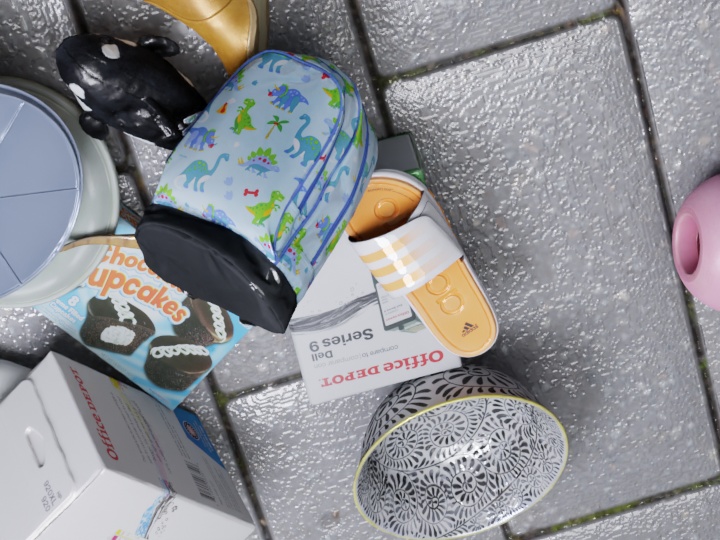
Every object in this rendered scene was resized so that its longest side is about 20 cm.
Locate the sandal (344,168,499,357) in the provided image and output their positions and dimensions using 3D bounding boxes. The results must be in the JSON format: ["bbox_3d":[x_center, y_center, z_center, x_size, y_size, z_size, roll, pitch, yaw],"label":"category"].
[{"bbox_3d":[0.058,0.002,1.722,0.079,0.059,0.207,-36,117,8],"label":"sandal"}]

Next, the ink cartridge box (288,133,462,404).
[{"bbox_3d":[0.000,0.000,1.794,0.144,0.084,0.202,-14,118,-1],"label":"ink cartridge box"}]

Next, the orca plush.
[{"bbox_3d":[-0.168,-0.117,1.685,0.105,0.071,0.200,-32,135,2],"label":"orca plush"}]

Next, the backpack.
[{"bbox_3d":[-0.071,-0.077,1.648,0.200,0.162,0.155,-45,143,-26],"label":"backpack"}]

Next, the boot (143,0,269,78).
[{"bbox_3d":[-0.151,-0.228,1.676,0.142,0.071,0.203,2,129,8],"label":"boot"}]

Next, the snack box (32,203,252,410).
[{"bbox_3d":[-0.202,0.021,1.806,0.200,0.037,0.116,39,105,-23],"label":"snack box"}]

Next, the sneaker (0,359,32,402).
[{"bbox_3d":[-0.332,0.172,1.848,0.099,0.075,0.201,15,115,-13],"label":"sneaker"}]

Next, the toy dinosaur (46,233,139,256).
[{"bbox_3d":[-0.152,-0.023,1.736,0.198,0.106,0.061,3,79,6],"label":"toy dinosaur"}]

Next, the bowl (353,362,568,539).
[{"bbox_3d":[0.081,0.146,1.863,0.199,0.095,0.202,-9,136,-8],"label":"bowl"}]

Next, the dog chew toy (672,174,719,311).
[{"bbox_3d":[0.378,-0.026,1.814,0.198,0.125,0.126,-2,118,-16],"label":"dog chew toy"}]

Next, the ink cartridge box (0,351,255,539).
[{"bbox_3d":[-0.225,0.193,1.791,0.145,0.148,0.199,-45,138,14],"label":"ink cartridge box"}]

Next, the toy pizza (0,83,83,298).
[{"bbox_3d":[-0.317,-0.060,1.632,0.198,0.032,0.202,-14,124,-21],"label":"toy pizza"}]

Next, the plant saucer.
[{"bbox_3d":[-0.301,-0.059,1.720,0.198,0.050,0.202,1,107,3],"label":"plant saucer"}]
